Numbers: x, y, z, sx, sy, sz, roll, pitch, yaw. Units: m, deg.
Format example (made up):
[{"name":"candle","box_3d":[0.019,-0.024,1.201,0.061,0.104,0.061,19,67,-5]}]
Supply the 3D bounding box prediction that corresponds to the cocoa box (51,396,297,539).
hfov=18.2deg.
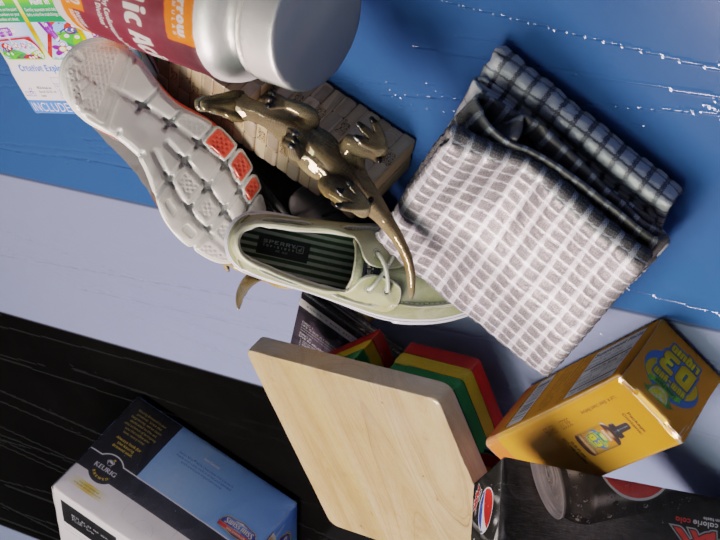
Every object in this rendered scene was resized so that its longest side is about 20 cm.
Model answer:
[{"name":"cocoa box","box_3d":[-0.173,0.244,2.131,0.199,0.131,0.134,31,149,19]}]

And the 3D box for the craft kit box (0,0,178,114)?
[{"name":"craft kit box","box_3d":[-0.228,-0.208,1.706,0.199,0.049,0.198,6,136,47]}]

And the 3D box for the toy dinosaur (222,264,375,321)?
[{"name":"toy dinosaur","box_3d":[-0.052,-0.004,1.694,0.101,0.059,0.200,30,-169,32]}]

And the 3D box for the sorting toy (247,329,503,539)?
[{"name":"sorting toy","box_3d":[0.035,0.131,1.770,0.198,0.070,0.201,12,139,40]}]

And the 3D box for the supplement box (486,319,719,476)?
[{"name":"supplement box","box_3d":[0.171,0.102,1.605,0.067,0.069,0.200,45,152,-6]}]

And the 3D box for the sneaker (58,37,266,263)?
[{"name":"sneaker","box_3d":[-0.142,-0.094,1.636,0.200,0.077,0.082,52,176,-16]}]

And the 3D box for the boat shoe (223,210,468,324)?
[{"name":"boat shoe","box_3d":[0.000,0.000,1.596,0.198,0.073,0.062,8,-174,-4]}]

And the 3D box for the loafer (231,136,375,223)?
[{"name":"loafer","box_3d":[-0.034,-0.049,1.652,0.200,0.068,0.070,40,157,10]}]

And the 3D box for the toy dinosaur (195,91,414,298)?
[{"name":"toy dinosaur","box_3d":[-0.013,-0.066,1.463,0.200,0.058,0.101,41,170,-12]}]

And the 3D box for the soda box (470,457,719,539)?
[{"name":"soda box","box_3d":[0.181,0.190,1.607,0.199,0.071,0.063,12,155,-14]}]

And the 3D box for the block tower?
[{"name":"block tower","box_3d":[-0.060,-0.116,1.611,0.199,0.058,0.054,36,149,15]}]

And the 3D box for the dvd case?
[{"name":"dvd case","box_3d":[0.001,0.107,1.862,0.148,0.016,0.200,35,149,13]}]

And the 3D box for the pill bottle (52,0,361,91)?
[{"name":"pill bottle","box_3d":[-0.105,-0.192,1.508,0.199,0.114,0.115,21,144,33]}]

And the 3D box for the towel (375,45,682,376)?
[{"name":"towel","box_3d":[0.108,-0.030,1.492,0.165,0.086,0.200,39,150,4]}]
